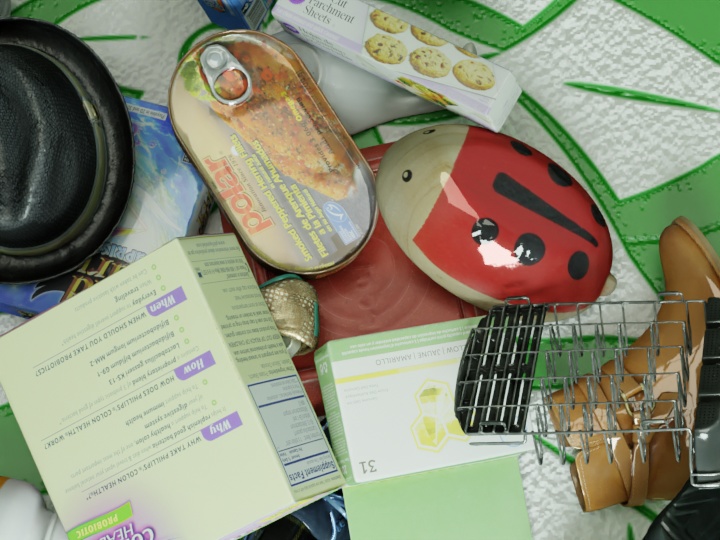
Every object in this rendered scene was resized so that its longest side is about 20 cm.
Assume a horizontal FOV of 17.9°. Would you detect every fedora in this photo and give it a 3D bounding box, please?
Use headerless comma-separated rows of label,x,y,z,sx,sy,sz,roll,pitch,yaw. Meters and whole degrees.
fedora,-0.261,-0.093,1.682,0.199,0.092,0.202,-1,85,6

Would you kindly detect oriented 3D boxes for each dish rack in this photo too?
dish rack,0.167,0.079,1.590,0.198,0.055,0.154,-2,38,15

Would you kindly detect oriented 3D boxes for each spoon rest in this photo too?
spoon rest,-0.002,-0.142,1.767,0.198,0.061,0.100,-1,74,18

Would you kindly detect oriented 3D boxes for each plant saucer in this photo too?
plant saucer,0.000,0.000,1.733,0.198,0.037,0.201,-12,75,2

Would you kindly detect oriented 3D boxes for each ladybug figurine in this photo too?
ladybug figurine,0.108,-0.040,1.691,0.199,0.072,0.136,27,61,-9

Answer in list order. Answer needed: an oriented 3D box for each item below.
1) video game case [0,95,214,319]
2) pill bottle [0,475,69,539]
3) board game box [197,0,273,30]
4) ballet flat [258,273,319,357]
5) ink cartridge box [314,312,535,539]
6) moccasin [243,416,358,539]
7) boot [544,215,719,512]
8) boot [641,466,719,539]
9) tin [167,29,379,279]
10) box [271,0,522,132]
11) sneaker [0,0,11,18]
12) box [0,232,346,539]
video game case,-0.217,-0.048,1.752,0.198,0.045,0.183,15,78,12
pill bottle,-0.293,0.201,1.666,0.198,0.111,0.112,8,76,7
board game box,-0.072,-0.299,1.755,0.045,0.152,0.201,25,78,20
ballet flat,-0.115,0.074,1.684,0.199,0.070,0.066,-31,57,18
ink cartridge box,0.055,0.141,1.646,0.144,0.048,0.202,-8,81,-18
moccasin,-0.038,0.186,1.671,0.080,0.068,0.201,25,79,10
boot,0.207,0.072,1.681,0.154,0.077,0.202,-15,87,-3
boot,0.222,0.197,1.617,0.076,0.168,0.200,48,45,8
tin,-0.066,-0.085,1.712,0.112,0.042,0.201,-30,81,-14
box,0.026,-0.164,1.710,0.199,0.039,0.042,29,82,23
sneaker,-0.347,-0.152,1.779,0.111,0.078,0.201,16,77,8
box,-0.137,0.101,1.614,0.175,0.097,0.201,-28,82,21
